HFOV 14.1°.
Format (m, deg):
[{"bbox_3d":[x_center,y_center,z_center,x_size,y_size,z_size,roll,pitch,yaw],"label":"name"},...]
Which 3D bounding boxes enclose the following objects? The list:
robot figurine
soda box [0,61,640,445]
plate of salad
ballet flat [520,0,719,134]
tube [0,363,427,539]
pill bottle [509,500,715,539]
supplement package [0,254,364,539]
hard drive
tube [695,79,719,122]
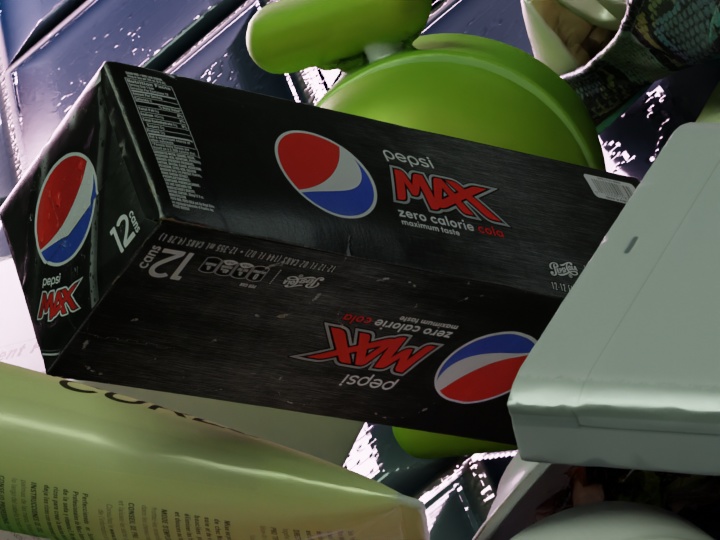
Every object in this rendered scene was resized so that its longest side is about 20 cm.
[{"bbox_3d":[0.029,-0.022,1.023,0.116,0.176,0.200,-17,8,8],"label":"robot figurine"},{"bbox_3d":[0.000,0.000,0.849,0.071,0.200,0.063,-50,44,34],"label":"soda box"},{"bbox_3d":[0.110,0.038,0.853,0.200,0.048,0.200,-38,-15,-12],"label":"plate of salad"},{"bbox_3d":[0.097,-0.100,1.066,0.074,0.074,0.200,-54,7,-19],"label":"ballet flat"},{"bbox_3d":[-0.075,0.059,0.856,0.200,0.052,0.058,12,20,11],"label":"tube"},{"bbox_3d":[0.098,0.137,0.728,0.114,0.114,0.200,-45,26,-2],"label":"pill bottle"},{"bbox_3d":[-0.107,0.096,1.071,0.120,0.121,0.200,-14,38,46],"label":"supplement package"},{"bbox_3d":[0.151,0.007,0.692,0.200,0.026,0.132,2,34,28],"label":"hard drive"},{"bbox_3d":[0.187,-0.116,1.059,0.200,0.052,0.058,-60,-1,-22],"label":"tube"}]
